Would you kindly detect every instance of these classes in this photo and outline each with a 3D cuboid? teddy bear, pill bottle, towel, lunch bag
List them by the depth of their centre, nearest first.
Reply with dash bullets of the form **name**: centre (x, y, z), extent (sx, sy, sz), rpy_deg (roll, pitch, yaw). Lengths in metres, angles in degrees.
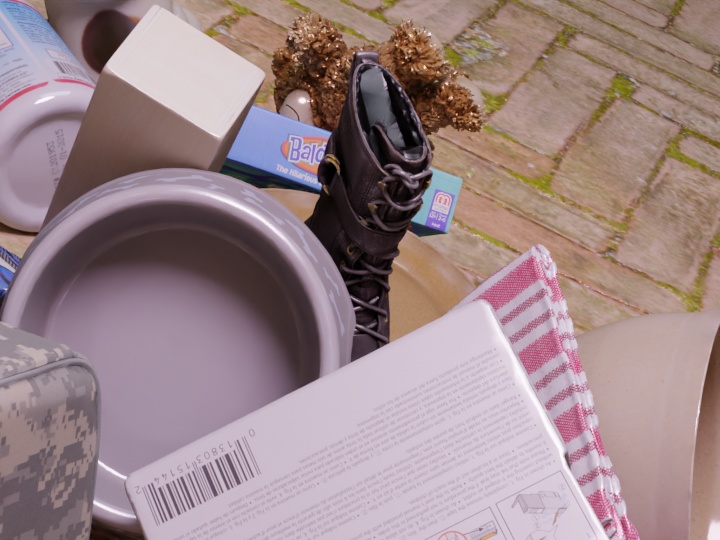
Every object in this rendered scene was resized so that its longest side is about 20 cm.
- **lunch bag**: centre (-0.234, 0.091, 0.801), extent (0.166, 0.141, 0.199), rpy_deg (17, 17, 26)
- **towel**: centre (0.073, 0.100, 0.993), extent (0.030, 0.146, 0.201), rpy_deg (28, 36, -37)
- **pill bottle**: centre (-0.246, -0.123, 1.234), extent (0.108, 0.110, 0.200), rpy_deg (3, 32, -37)
- **teddy bear**: centre (0.004, -0.128, 1.320), extent (0.198, 0.067, 0.145), rpy_deg (9, -29, 32)

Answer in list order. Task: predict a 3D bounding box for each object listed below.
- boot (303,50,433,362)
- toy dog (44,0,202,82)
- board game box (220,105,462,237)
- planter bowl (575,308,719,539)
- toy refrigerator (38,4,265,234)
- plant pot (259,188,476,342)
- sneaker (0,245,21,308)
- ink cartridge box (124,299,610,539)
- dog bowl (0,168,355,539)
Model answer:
- **boot**: centre (0.000, 0.000, 0.995), extent (0.069, 0.175, 0.201), rpy_deg (0, 50, -23)
- **toy dog**: centre (-0.195, -0.204, 1.317), extent (0.138, 0.201, 0.195), rpy_deg (-2, 50, 0)
- **board game box**: centre (-0.040, -0.074, 1.317), extent (0.198, 0.045, 0.152), rpy_deg (19, -6, -14)
- **planter bowl**: centre (0.146, 0.120, 1.048), extent (0.133, 0.203, 0.200), rpy_deg (2, 18, 21)
- **toy refrigerator**: centre (-0.127, -0.053, 1.035), extent (0.075, 0.200, 0.070), rpy_deg (31, 48, -1)
- **plant pot**: centre (-0.009, 0.011, 1.170), extent (0.198, 0.028, 0.201), rpy_deg (19, 25, -9)
- **sneaker**: centre (-0.200, 0.028, 1.030), extent (0.078, 0.076, 0.200), rpy_deg (-3, 38, -50)
- **ink cartridge box**: centre (0.010, 0.133, 0.840), extent (0.177, 0.198, 0.045), rpy_deg (63, -2, 29)
- **dog bowl**: centre (-0.098, 0.046, 0.927), extent (0.198, 0.202, 0.059), rpy_deg (24, -2, 0)
